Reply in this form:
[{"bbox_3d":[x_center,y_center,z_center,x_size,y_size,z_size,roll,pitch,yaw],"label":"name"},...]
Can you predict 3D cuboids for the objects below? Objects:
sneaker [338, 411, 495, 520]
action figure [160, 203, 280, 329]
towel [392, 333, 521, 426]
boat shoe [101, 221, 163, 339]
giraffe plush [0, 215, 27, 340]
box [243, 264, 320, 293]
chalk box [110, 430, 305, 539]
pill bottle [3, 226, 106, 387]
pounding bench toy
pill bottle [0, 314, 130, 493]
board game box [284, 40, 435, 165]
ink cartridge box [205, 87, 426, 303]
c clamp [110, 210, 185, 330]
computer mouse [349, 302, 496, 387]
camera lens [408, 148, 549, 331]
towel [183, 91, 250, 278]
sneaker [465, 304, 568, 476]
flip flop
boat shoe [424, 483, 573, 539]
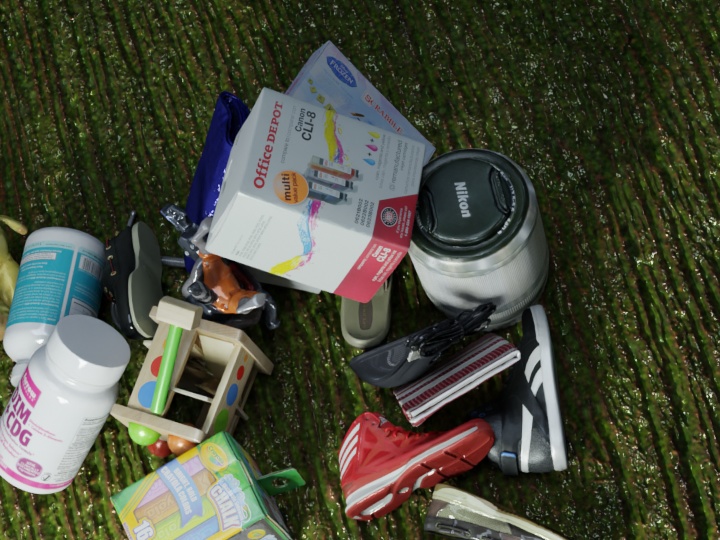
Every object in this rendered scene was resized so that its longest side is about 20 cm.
[{"bbox_3d":[0.052,0.192,1.623,0.199,0.078,0.116,-30,56,16],"label":"sneaker"},{"bbox_3d":[-0.186,0.007,1.679,0.200,0.194,0.105,44,69,6],"label":"action figure"},{"bbox_3d":[0.109,0.121,1.607,0.144,0.200,0.023,-32,94,-1],"label":"towel"},{"bbox_3d":[-0.286,0.021,1.774,0.063,0.074,0.202,-27,39,11],"label":"boat shoe"},{"bbox_3d":[-0.538,0.008,1.860,0.161,0.172,0.201,-19,69,29],"label":"giraffe plush"},{"bbox_3d":[-0.090,-0.089,1.784,0.124,0.098,0.201,11,63,-13],"label":"box"},{"bbox_3d":[-0.160,0.275,1.627,0.199,0.125,0.124,-30,61,-3],"label":"chalk box"},{"bbox_3d":[-0.390,0.054,1.808,0.110,0.111,0.201,0,63,15],"label":"pill bottle"},{"bbox_3d":[-0.212,0.134,1.663,0.123,0.200,0.157,14,71,21],"label":"pounding bench toy"},{"bbox_3d":[-0.357,0.158,1.692,0.113,0.113,0.201,46,118,29],"label":"pill bottle"},{"bbox_3d":[-0.020,-0.149,1.750,0.041,0.200,0.200,-28,23,47],"label":"board game box"},{"bbox_3d":[-0.051,-0.081,1.575,0.199,0.145,0.146,17,60,-12],"label":"ink cartridge box"},{"bbox_3d":[-0.244,0.010,1.840,0.199,0.027,0.172,11,67,20],"label":"c clamp"},{"bbox_3d":[0.063,0.099,1.647,0.138,0.200,0.053,-21,87,-39],"label":"computer mouse"},{"bbox_3d":[0.136,-0.035,1.663,0.159,0.200,0.161,-6,62,12],"label":"camera lens"},{"bbox_3d":[-0.176,-0.106,1.782,0.049,0.201,0.148,12,32,-16],"label":"towel"},{"bbox_3d":[0.173,0.137,1.638,0.111,0.073,0.201,-9,63,9],"label":"sneaker"},{"bbox_3d":[0.000,0.000,1.763,0.080,0.058,0.201,-7,61,11],"label":"flip flop"},{"bbox_3d":[0.163,0.299,1.566,0.199,0.073,0.065,20,81,27],"label":"boat shoe"}]
